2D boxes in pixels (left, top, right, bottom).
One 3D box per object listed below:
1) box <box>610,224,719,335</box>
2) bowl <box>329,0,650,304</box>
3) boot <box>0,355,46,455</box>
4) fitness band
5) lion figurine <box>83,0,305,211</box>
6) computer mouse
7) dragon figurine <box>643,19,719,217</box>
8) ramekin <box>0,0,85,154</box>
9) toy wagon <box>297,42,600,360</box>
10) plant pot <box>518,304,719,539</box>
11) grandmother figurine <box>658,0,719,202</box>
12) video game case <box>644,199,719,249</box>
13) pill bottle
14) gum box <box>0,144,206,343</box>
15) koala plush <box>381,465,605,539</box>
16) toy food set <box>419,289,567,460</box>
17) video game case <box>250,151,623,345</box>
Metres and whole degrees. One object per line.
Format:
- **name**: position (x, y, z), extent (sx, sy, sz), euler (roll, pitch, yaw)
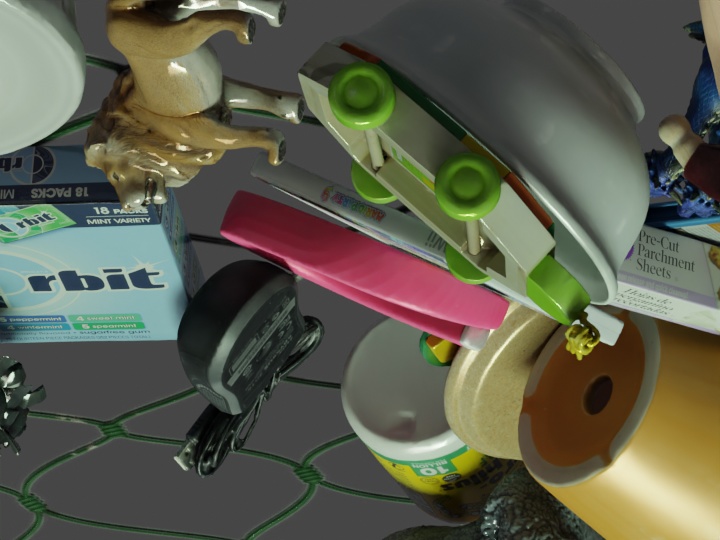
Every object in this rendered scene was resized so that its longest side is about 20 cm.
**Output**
- **box**: position (0.205, 0.012, 1.390), extent (0.200, 0.041, 0.039), euler (16, 160, -29)
- **bowl**: position (0.085, -0.081, 1.278), extent (0.201, 0.090, 0.201), euler (42, 174, 6)
- **boot**: position (-0.299, 0.038, 1.542), extent (0.198, 0.073, 0.162), euler (30, 167, 19)
- **fitness band**: position (0.000, 0.000, 1.458), extent (0.144, 0.037, 0.200), euler (24, 177, -39)
- **lion figurine**: position (-0.101, -0.110, 1.315), extent (0.122, 0.073, 0.200), euler (10, 142, 12)
- **computer mouse**: position (-0.084, 0.048, 1.580), extent (0.053, 0.139, 0.200), euler (36, 163, 14)
- **dragon figurine**: position (0.218, -0.096, 1.273), extent (0.059, 0.100, 0.200), euler (19, 149, -33)
- **ramekin**: position (-0.235, -0.140, 1.214), extent (0.202, 0.094, 0.202), euler (1, 155, 0)
- **toy wagon**: position (0.050, -0.034, 1.227), extent (0.200, 0.040, 0.155), euler (41, 173, 11)
- **plant pot**: position (0.203, 0.107, 1.484), extent (0.183, 0.200, 0.200), euler (26, 145, -30)
- **grandmother figurine**: position (0.205, -0.074, 1.205), extent (0.121, 0.200, 0.061), euler (-15, 176, 37)
- **video game case**: position (0.236, -0.015, 1.395), extent (0.200, 0.018, 0.143), euler (-6, 159, 34)
- **pill bottle**: position (0.067, 0.112, 1.699), extent (0.113, 0.113, 0.200), euler (-6, 153, 16)
- **gum box**: position (-0.195, -0.014, 1.531), extent (0.170, 0.045, 0.200), euler (-1, 155, 6)
- **koala plush**: position (0.074, 0.219, 1.650), extent (0.200, 0.184, 0.177), euler (-5, 172, 36)
- **toy food set**: position (0.140, 0.044, 1.549), extent (0.200, 0.049, 0.198), euler (-33, 142, 3)
- **video game case**: position (0.043, -0.014, 1.423), extent (0.143, 0.018, 0.200), euler (26, 179, -41)
